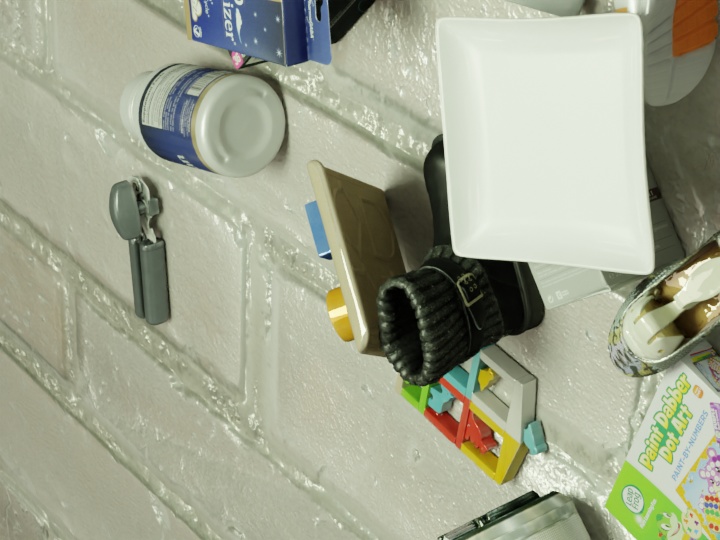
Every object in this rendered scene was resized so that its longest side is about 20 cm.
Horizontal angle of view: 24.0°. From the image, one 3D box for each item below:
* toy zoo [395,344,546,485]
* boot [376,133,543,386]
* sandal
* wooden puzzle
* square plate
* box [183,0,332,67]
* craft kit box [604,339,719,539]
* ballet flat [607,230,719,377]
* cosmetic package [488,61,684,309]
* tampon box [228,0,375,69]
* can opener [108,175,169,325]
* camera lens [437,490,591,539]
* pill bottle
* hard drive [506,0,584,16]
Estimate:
[{"bbox_3d":[0.111,0.123,1.681,0.200,0.020,0.132,41,137,37],"label":"toy zoo"},{"bbox_3d":[0.072,-0.014,1.544,0.079,0.157,0.212,-26,85,56],"label":"boot"},{"bbox_3d":[0.229,-0.232,1.297,0.059,0.079,0.208,16,110,52],"label":"sandal"},{"bbox_3d":[0.000,0.000,1.622,0.046,0.200,0.186,-19,76,16],"label":"wooden puzzle"},{"bbox_3d":[0.148,-0.103,1.334,0.199,0.028,0.199,6,106,42],"label":"square plate"},{"bbox_3d":[-0.101,-0.259,1.554,0.200,0.032,0.122,21,122,47],"label":"box"},{"bbox_3d":[0.311,0.195,1.419,0.198,0.048,0.201,49,140,33],"label":"craft kit box"},{"bbox_3d":[0.255,0.025,1.344,0.200,0.072,0.072,-43,70,37],"label":"ballet flat"},{"bbox_3d":[0.177,-0.080,1.411,0.090,0.107,0.201,-21,91,53],"label":"cosmetic package"},{"bbox_3d":[-0.083,-0.326,1.635,0.150,0.126,0.201,-40,73,54],"label":"tampon box"},{"bbox_3d":[-0.283,-0.023,2.122,0.053,0.067,0.201,27,127,46],"label":"can opener"},{"bbox_3d":[0.161,0.319,1.583,0.160,0.159,0.201,-40,73,54],"label":"camera lens"},{"bbox_3d":[-0.181,-0.170,1.867,0.200,0.111,0.112,18,120,51],"label":"pill bottle"},{"bbox_3d":[0.141,-0.306,1.354,0.131,0.027,0.201,16,130,1],"label":"hard drive"}]
